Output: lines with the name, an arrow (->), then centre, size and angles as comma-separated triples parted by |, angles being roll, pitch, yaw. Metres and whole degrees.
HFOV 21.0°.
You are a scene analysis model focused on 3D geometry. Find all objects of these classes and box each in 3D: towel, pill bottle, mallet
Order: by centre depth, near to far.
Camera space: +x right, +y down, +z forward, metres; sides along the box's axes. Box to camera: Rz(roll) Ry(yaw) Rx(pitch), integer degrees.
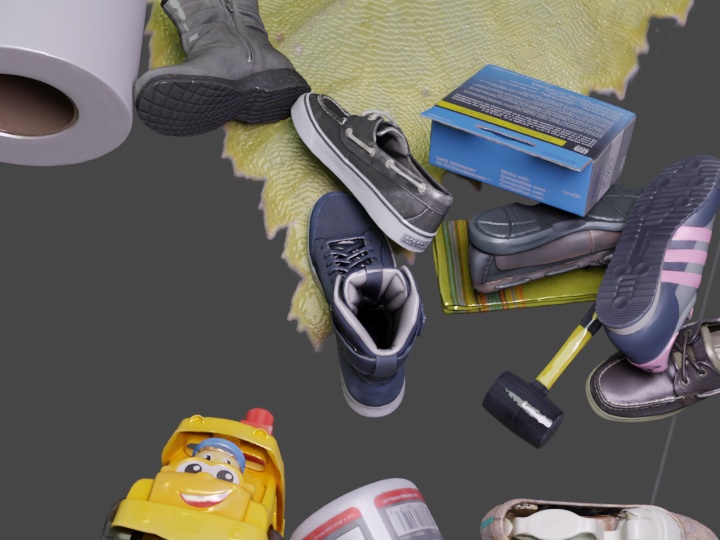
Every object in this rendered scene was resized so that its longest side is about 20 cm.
pill bottle -> 0.033, 0.272, 1.493 | 0.115, 0.116, 0.201 | -22, 68, -13
mallet -> 0.190, 0.063, 1.624 | 0.200, 0.041, 0.066 | -43, 74, -10
towel -> 0.162, -0.012, 1.684 | 0.198, 0.018, 0.087 | -5, 67, -6

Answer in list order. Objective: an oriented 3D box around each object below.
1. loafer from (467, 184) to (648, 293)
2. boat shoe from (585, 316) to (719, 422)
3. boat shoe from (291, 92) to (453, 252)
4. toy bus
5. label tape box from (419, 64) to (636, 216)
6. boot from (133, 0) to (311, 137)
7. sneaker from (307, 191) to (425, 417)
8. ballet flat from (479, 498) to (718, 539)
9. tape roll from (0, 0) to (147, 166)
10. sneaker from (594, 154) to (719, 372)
loafer -> 0.176, -0.027, 1.658 | 0.198, 0.063, 0.072 | -9, 34, -25
boat shoe -> 0.284, 0.071, 1.625 | 0.198, 0.065, 0.074 | -17, 69, -10
boat shoe -> 0.013, -0.100, 1.662 | 0.200, 0.070, 0.064 | 49, 114, 35
toy bus -> -0.109, 0.180, 1.490 | 0.134, 0.201, 0.193 | 13, 58, 6
label tape box -> 0.136, -0.103, 1.628 | 0.143, 0.064, 0.200 | 20, 24, 15
boot -> -0.143, -0.188, 1.690 | 0.199, 0.068, 0.131 | -8, 59, -49
sneaker -> 0.002, 0.000, 1.601 | 0.076, 0.147, 0.204 | -12, 65, -6
ballet flat -> 0.195, 0.216, 1.554 | 0.198, 0.067, 0.069 | 2, 66, -2
tape roll -> -0.284, -0.196, 1.644 | 0.200, 0.203, 0.141 | 5, 66, -1
sneaker -> 0.256, -0.006, 1.613 | 0.070, 0.082, 0.201 | 4, 50, 41
